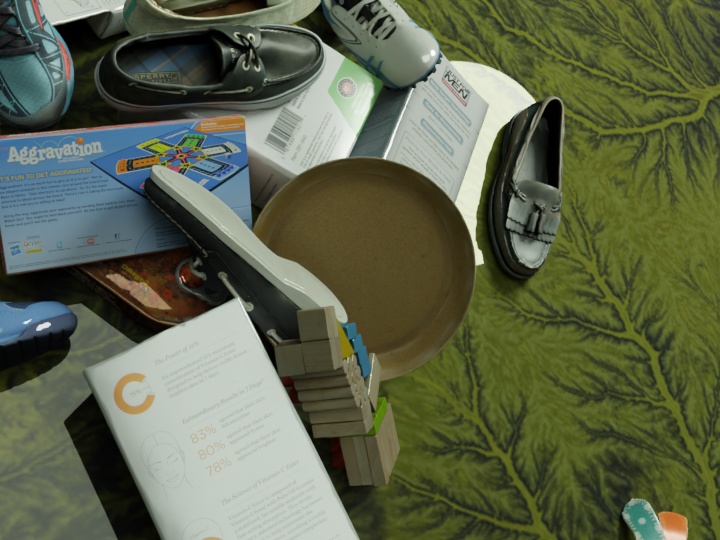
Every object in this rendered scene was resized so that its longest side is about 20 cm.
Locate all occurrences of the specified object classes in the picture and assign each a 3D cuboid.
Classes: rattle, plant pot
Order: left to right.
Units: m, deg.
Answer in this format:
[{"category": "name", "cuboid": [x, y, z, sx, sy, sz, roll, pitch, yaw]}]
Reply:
[{"category": "plant pot", "cuboid": [0.000, 0.000, 0.746, 0.198, 0.028, 0.202, 0, 106, -2]}, {"category": "rattle", "cuboid": [0.275, 0.291, 0.752, 0.130, 0.143, 0.201, 31, 65, 12]}]

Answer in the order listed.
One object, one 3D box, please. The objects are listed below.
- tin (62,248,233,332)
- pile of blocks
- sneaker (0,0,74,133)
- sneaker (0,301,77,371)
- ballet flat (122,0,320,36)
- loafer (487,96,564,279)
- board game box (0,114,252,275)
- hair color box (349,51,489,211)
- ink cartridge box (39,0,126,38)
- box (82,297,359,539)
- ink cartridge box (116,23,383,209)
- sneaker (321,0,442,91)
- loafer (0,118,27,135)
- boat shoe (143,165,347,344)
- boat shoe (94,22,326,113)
[{"category": "tin", "cuboid": [-0.191, -0.029, 0.727, 0.199, 0.042, 0.112, 37, 64, -6]}, {"category": "pile of blocks", "cuboid": [-0.023, 0.096, 0.701, 0.062, 0.201, 0.083, -7, 40, 17]}, {"category": "sneaker", "cuboid": [-0.279, -0.201, 0.644, 0.079, 0.096, 0.202, -19, 89, -5]}, {"category": "sneaker", "cuboid": [-0.310, 0.037, 0.628, 0.198, 0.074, 0.083, -7, 71, -27]}, {"category": "ballet flat", "cuboid": [-0.104, -0.236, 0.733, 0.199, 0.062, 0.068, -27, 84, -30]}, {"category": "loafer", "cuboid": [0.179, -0.092, 0.899, 0.071, 0.063, 0.202, 16, 64, -17]}, {"category": "board game box", "cuboid": [-0.184, -0.063, 0.681, 0.198, 0.019, 0.104, -10, 109, -26]}, {"category": "hair color box", "cuboid": [0.049, -0.112, 0.835, 0.099, 0.060, 0.201, 40, 58, -30]}, {"category": "ink cartridge box", "cuboid": [-0.282, -0.299, 0.772, 0.176, 0.045, 0.201, -34, 86, -41]}, {"category": "box", "cuboid": [-0.106, 0.143, 0.649, 0.124, 0.098, 0.201, -25, 82, -17]}, {"category": "ink cartridge box", "cuboid": [-0.100, -0.155, 0.788, 0.199, 0.084, 0.146, 30, 61, -11]}, {"category": "sneaker", "cuboid": [0.010, -0.240, 0.837, 0.072, 0.072, 0.200, 36, 14, -47]}, {"category": "loafer", "cuboid": [-0.325, -0.196, 0.714, 0.076, 0.067, 0.201, -22, 78, -26]}, {"category": "boat shoe", "cuboid": [-0.100, -0.003, 0.690, 0.200, 0.074, 0.060, 40, 103, -23]}, {"category": "boat shoe", "cuboid": [-0.113, -0.167, 0.701, 0.198, 0.057, 0.069, -15, 88, -24]}]
